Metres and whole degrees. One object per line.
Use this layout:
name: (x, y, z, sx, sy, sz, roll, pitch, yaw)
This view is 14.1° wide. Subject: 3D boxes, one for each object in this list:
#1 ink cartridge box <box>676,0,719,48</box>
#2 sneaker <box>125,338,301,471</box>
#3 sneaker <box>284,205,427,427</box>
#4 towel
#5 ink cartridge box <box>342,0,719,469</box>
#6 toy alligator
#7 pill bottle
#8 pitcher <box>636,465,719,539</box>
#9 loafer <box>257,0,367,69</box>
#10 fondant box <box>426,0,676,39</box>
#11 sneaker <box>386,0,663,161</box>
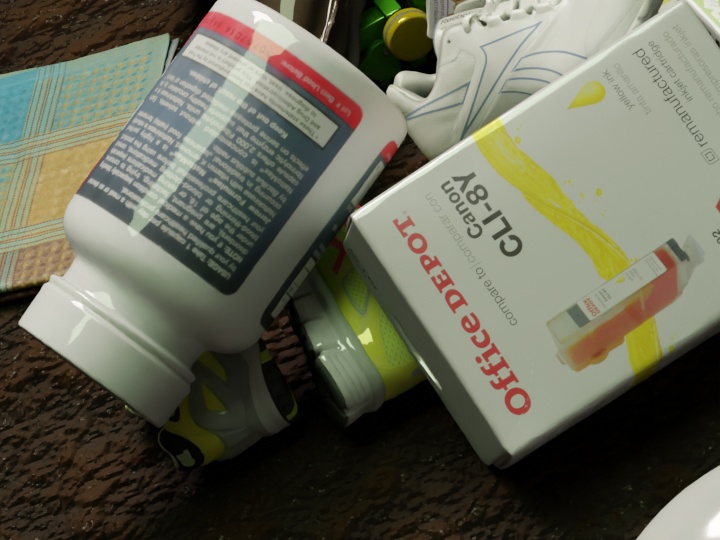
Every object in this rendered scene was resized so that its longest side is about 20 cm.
ink cartridge box: (0.223, -0.110, 1.404, 0.076, 0.200, 0.148, -34, 57, -8)
sneaker: (-0.107, 0.033, 1.561, 0.076, 0.075, 0.200, -33, 38, -8)
sneaker: (0.000, 0.000, 1.545, 0.090, 0.078, 0.200, -21, 45, -3)
towel: (-0.188, -0.056, 1.750, 0.147, 0.022, 0.200, -11, 43, 20)
ink cartridge box: (0.112, -0.015, 1.424, 0.200, 0.083, 0.145, -33, 84, -6)
toy alligator: (0.020, -0.135, 1.695, 0.200, 0.054, 0.059, -37, 37, 2)
pill bottle: (-0.079, -0.028, 1.465, 0.120, 0.120, 0.200, 30, 82, 46)
pitcher: (0.161, 0.181, 1.225, 0.200, 0.121, 0.172, -39, 60, 1)
loafer: (-0.040, -0.152, 1.656, 0.073, 0.071, 0.200, -13, 43, 30)
fondant box: (0.151, -0.177, 1.609, 0.200, 0.058, 0.144, 12, 50, 13)
sneaker: (0.087, -0.115, 1.537, 0.200, 0.087, 0.075, -43, 6, 36)
